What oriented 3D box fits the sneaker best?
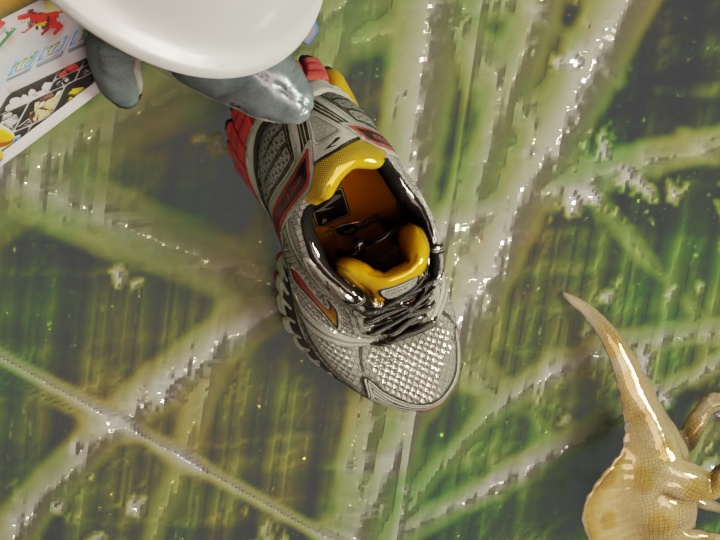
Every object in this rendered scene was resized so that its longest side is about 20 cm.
[{"bbox_3d":[0.000,0.000,1.323,0.078,0.082,0.200,-34,134,-7],"label":"sneaker"}]

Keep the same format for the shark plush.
[{"bbox_3d":[-0.092,-0.136,1.178,0.091,0.083,0.200,-37,124,-5],"label":"shark plush"}]

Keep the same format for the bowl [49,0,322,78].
[{"bbox_3d":[-0.063,-0.181,1.134,0.201,0.201,0.090,28,135,-32],"label":"bowl"}]

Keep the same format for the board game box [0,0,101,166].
[{"bbox_3d":[-0.158,-0.115,1.230,0.200,0.035,0.126,-38,124,-4],"label":"board game box"}]

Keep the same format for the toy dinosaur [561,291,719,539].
[{"bbox_3d":[0.155,0.099,1.464,0.101,0.058,0.200,-15,119,-16],"label":"toy dinosaur"}]

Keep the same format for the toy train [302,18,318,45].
[{"bbox_3d":[0.003,-0.162,1.284,0.200,0.034,0.046,-48,134,2],"label":"toy train"}]
